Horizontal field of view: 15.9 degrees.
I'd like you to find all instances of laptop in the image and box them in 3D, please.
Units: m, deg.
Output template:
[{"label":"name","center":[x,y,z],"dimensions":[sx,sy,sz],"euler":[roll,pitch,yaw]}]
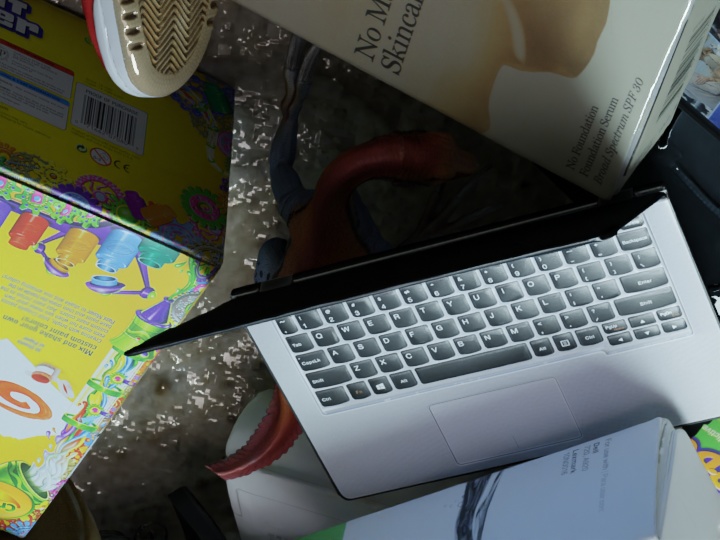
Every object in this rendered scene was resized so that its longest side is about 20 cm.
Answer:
[{"label":"laptop","center":[0.039,0.042,1.008],"dimensions":[0.187,0.116,0.200],"euler":[-14,129,17]}]

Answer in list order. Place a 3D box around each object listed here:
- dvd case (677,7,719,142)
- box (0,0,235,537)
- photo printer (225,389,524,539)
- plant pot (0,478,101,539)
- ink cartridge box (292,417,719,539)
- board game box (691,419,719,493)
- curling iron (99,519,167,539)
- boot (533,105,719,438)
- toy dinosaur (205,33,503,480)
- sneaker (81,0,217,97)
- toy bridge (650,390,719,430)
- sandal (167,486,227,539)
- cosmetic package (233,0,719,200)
[{"label":"dvd case","center":[0.131,-0.133,0.982],"dimensions":[0.200,0.018,0.143],"euler":[41,136,1]},{"label":"box","center":[-0.187,-0.017,1.101],"dimensions":[0.200,0.122,0.193],"euler":[24,127,-19]},{"label":"photo printer","center":[0.043,0.144,1.219],"dimensions":[0.200,0.069,0.167],"euler":[14,138,28]},{"label":"plant pot","center":[-0.198,0.100,1.158],"dimensions":[0.200,0.200,0.028],"euler":[24,114,-18]},{"label":"ink cartridge box","center":[0.070,0.166,1.100],"dimensions":[0.200,0.084,0.146],"euler":[-21,118,22]},{"label":"board game box","center":[0.218,0.069,1.228],"dimensions":[0.200,0.030,0.096],"euler":[-31,123,22]},{"label":"curling iron","center":[-0.173,0.109,1.270],"dimensions":[0.200,0.026,0.050],"euler":[32,123,-27]},{"label":"boot","center":[0.121,-0.013,1.124],"dimensions":[0.200,0.076,0.168],"euler":[-36,125,20]},{"label":"toy dinosaur","center":[0.000,0.000,1.090],"dimensions":[0.105,0.200,0.181],"euler":[14,175,3]},{"label":"sneaker","center":[-0.120,-0.162,0.962],"dimensions":[0.112,0.071,0.200],"euler":[-3,99,31]},{"label":"toy bridge","center":[0.131,0.068,1.117],"dimensions":[0.200,0.027,0.067],"euler":[8,131,14]},{"label":"sandal","center":[-0.076,0.185,1.292],"dimensions":[0.045,0.075,0.200],"euler":[-25,142,-16]},{"label":"cosmetic package","center":[0.036,-0.124,0.983],"dimensions":[0.200,0.071,0.105],"euler":[28,130,12]}]
